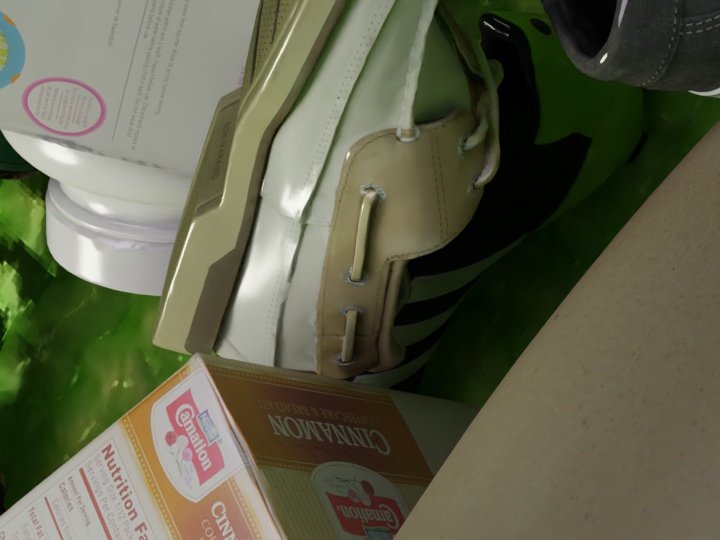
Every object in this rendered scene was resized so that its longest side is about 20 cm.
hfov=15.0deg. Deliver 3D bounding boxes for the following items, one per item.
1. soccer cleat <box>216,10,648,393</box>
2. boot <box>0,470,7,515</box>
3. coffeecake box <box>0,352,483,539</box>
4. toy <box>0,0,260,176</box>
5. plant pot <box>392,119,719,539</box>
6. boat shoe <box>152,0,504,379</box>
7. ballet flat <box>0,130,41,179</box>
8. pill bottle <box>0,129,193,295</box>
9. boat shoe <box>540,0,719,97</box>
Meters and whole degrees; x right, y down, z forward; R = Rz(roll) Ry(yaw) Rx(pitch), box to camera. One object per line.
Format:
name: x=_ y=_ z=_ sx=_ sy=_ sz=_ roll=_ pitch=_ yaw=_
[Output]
soccer cleat: x=0.000 y=0.000 z=0.799 sx=0.200 sy=0.081 sz=0.068 roll=-49 pitch=58 yaw=18
boot: x=-0.143 y=0.014 z=0.852 sx=0.204 sy=0.073 sz=0.154 roll=-25 pitch=81 yaw=67
coffeecake box: x=-0.055 y=0.115 z=0.772 sx=0.200 sy=0.153 sz=0.073 roll=-39 pitch=62 yaw=23
toy: x=-0.109 y=-0.096 z=0.726 sx=0.115 sy=0.200 sz=0.047 roll=111 pitch=167 yaw=-47
plant pot: x=0.122 y=0.037 z=0.664 sx=0.187 sy=0.187 sz=0.200 roll=17 pitch=75 yaw=36
boat shoe: x=0.002 y=-0.042 z=0.687 sx=0.200 sy=0.068 sz=0.075 roll=116 pitch=168 yaw=-53
ballet flat: x=-0.082 y=-0.123 z=0.893 sx=0.200 sy=0.069 sz=0.071 roll=-58 pitch=24 yaw=16
pill bottle: x=-0.054 y=-0.098 z=0.808 sx=0.112 sy=0.112 sz=0.200 roll=24 pitch=123 yaw=36
boat shoe: x=0.043 y=-0.125 z=0.672 sx=0.070 sy=0.066 sz=0.200 roll=-51 pitch=52 yaw=50
